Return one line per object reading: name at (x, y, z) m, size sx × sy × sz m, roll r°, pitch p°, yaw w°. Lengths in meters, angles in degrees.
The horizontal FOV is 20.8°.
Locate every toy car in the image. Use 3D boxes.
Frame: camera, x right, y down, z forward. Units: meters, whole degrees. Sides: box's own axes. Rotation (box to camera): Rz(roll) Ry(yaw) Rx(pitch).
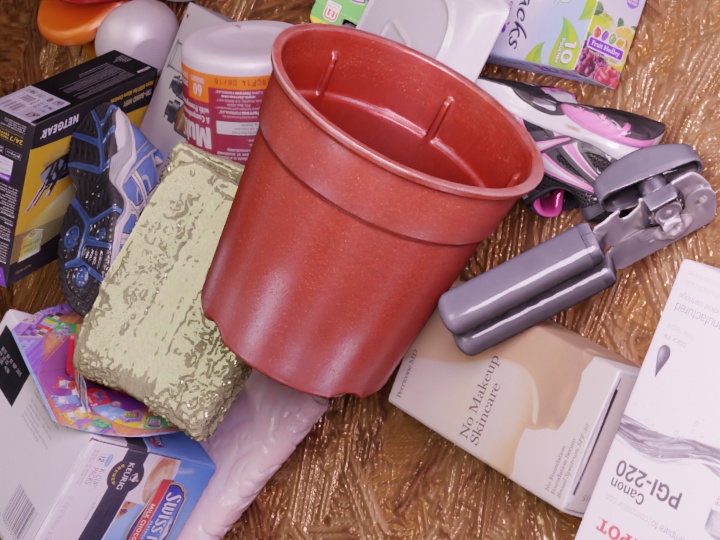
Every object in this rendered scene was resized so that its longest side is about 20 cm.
toy car at (-0.231, -0.289, 1.825) m, size 0.201 × 0.149 × 0.175 m, roll -57°, pitch 42°, yaw 19°

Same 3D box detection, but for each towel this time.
towel at (-0.123, 0.015, 1.489) m, size 0.148 × 0.036 × 0.201 m, roll 27°, pitch 90°, yaw 24°
towel at (-0.117, 0.115, 1.640) m, size 0.200 × 0.032 × 0.192 m, roll -52°, pitch 43°, yaw 24°

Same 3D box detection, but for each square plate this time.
square plate at (0.029, -0.153, 1.479) m, size 0.201 × 0.028 × 0.198 m, roll -62°, pitch 27°, yaw 22°

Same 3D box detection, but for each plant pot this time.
plant pot at (-0.006, -0.032, 1.343) m, size 0.196 × 0.199 × 0.201 m, roll -63°, pitch 39°, yaw 27°

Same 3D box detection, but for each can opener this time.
can opener at (0.142, -0.017, 1.305) m, size 0.199 × 0.053 × 0.067 m, roll -27°, pitch 48°, yaw 6°

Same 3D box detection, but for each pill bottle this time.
pill bottle at (-0.084, -0.088, 1.561) m, size 0.109 × 0.109 × 0.202 m, roll 30°, pitch 128°, yaw 50°

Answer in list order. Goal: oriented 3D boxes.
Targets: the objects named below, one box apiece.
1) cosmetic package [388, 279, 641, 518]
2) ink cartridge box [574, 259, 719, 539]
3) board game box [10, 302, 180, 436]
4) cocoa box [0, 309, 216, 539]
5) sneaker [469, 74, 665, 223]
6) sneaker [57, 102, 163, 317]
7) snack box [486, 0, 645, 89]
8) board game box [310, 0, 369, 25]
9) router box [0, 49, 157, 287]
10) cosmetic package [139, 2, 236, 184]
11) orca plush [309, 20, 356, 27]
cosmetic package at (0.116, 0.086, 1.344) m, size 0.200 × 0.071 × 0.106 m, roll 26°, pitch 97°, yaw 50°
ink cartridge box at (0.231, 0.113, 1.190) m, size 0.145 × 0.084 × 0.202 m, roll 26°, pitch 99°, yaw 51°
board game box at (-0.190, 0.060, 1.590) m, size 0.200 × 0.157 × 0.039 m, roll -127°, pitch 38°, yaw -50°
cocoa box at (-0.236, 0.149, 1.638) m, size 0.134 × 0.131 × 0.200 m, roll -59°, pitch 41°, yaw 14°
sneaker at (0.125, -0.085, 1.394) m, size 0.200 × 0.080 × 0.087 m, roll 29°, pitch 109°, yaw 56°
sneaker at (-0.199, -0.044, 1.626) m, size 0.075 × 0.077 × 0.201 m, roll -23°, pitch 49°, yaw 35°
snack box at (0.130, -0.221, 1.451) m, size 0.199 × 0.053 × 0.143 m, roll 21°, pitch 94°, yaw 52°
board game box at (0.038, -0.271, 1.572) m, size 0.095 × 0.030 × 0.201 m, roll 29°, pitch 98°, yaw 24°
router box at (-0.263, -0.093, 1.733) m, size 0.052 × 0.200 × 0.158 m, roll 24°, pitch 119°, yaw 17°
cosmetic package at (-0.145, -0.124, 1.722) m, size 0.201 × 0.051 × 0.151 m, roll -68°, pitch 24°, yaw 6°
orca plush at (-0.061, -0.139, 1.633) m, size 0.201 × 0.071 × 0.105 m, roll -56°, pitch 42°, yaw 20°
